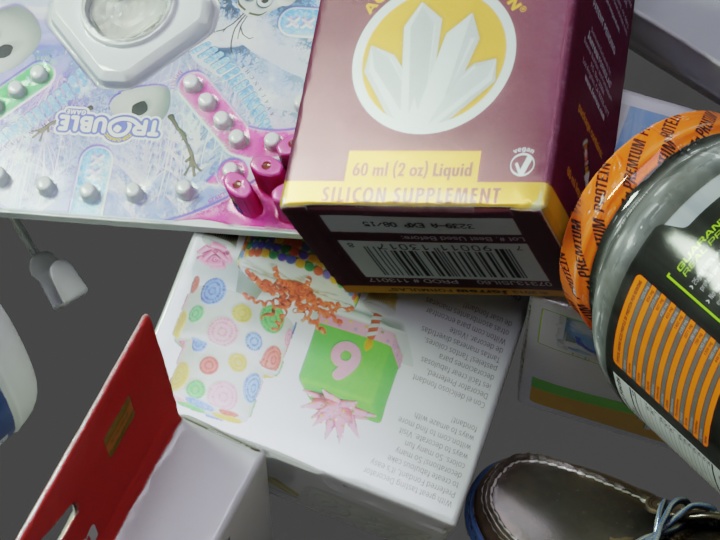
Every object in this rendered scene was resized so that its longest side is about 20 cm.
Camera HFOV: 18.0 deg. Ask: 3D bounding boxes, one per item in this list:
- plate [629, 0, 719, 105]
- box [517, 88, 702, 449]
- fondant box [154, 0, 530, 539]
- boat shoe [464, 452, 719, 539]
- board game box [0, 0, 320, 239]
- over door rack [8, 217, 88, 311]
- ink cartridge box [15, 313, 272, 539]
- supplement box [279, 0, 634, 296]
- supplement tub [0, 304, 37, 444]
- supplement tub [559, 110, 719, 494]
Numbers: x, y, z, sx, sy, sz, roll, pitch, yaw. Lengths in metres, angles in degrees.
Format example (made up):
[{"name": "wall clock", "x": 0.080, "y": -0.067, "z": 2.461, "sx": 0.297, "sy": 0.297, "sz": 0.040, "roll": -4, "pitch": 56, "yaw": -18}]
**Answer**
[{"name": "plate", "x": 0.198, "y": -0.105, "z": 1.003, "sx": 0.199, "sy": 0.033, "sz": 0.200, "roll": -12, "pitch": 37, "yaw": -38}, {"name": "box", "x": 0.177, "y": 0.017, "z": 0.959, "sx": 0.199, "sy": 0.102, "sz": 0.113, "roll": 16, "pitch": 63, "yaw": 9}, {"name": "fondant box", "x": 0.000, "y": 0.000, "z": 0.971, "sx": 0.143, "sy": 0.058, "sz": 0.201, "roll": 22, "pitch": 67, "yaw": -3}, {"name": "boat shoe", "x": 0.134, "y": 0.125, "z": 0.918, "sx": 0.199, "sy": 0.073, "sz": 0.072, "roll": 28, "pitch": 63, "yaw": 13}, {"name": "board game box", "x": -0.100, "y": -0.115, "z": 0.974, "sx": 0.198, "sy": 0.026, "sz": 0.201, "roll": 5, "pitch": 65, "yaw": 11}, {"name": "over door rack", "x": -0.129, "y": -0.092, "z": 1.047, "sx": 0.147, "sy": 0.067, "sz": 0.201, "roll": -32, "pitch": 80, "yaw": -15}, {"name": "ink cartridge box", "x": -0.098, "y": 0.143, "z": 0.853, "sx": 0.044, "sy": 0.177, "sz": 0.201, "roll": 22, "pitch": 65, "yaw": 13}, {"name": "supplement box", "x": 0.046, "y": -0.097, "z": 0.917, "sx": 0.110, "sy": 0.086, "sz": 0.201, "roll": 1, "pitch": 66, "yaw": 20}, {"name": "supplement tub", "x": -0.245, "y": 0.063, "z": 0.914, "sx": 0.144, "sy": 0.145, "sz": 0.200, "roll": 41, "pitch": 70, "yaw": 20}, {"name": "supplement tub", "x": 0.166, "y": 0.032, "z": 0.805, "sx": 0.122, "sy": 0.123, "sz": 0.200, "roll": -30, "pitch": 46, "yaw": -15}]
